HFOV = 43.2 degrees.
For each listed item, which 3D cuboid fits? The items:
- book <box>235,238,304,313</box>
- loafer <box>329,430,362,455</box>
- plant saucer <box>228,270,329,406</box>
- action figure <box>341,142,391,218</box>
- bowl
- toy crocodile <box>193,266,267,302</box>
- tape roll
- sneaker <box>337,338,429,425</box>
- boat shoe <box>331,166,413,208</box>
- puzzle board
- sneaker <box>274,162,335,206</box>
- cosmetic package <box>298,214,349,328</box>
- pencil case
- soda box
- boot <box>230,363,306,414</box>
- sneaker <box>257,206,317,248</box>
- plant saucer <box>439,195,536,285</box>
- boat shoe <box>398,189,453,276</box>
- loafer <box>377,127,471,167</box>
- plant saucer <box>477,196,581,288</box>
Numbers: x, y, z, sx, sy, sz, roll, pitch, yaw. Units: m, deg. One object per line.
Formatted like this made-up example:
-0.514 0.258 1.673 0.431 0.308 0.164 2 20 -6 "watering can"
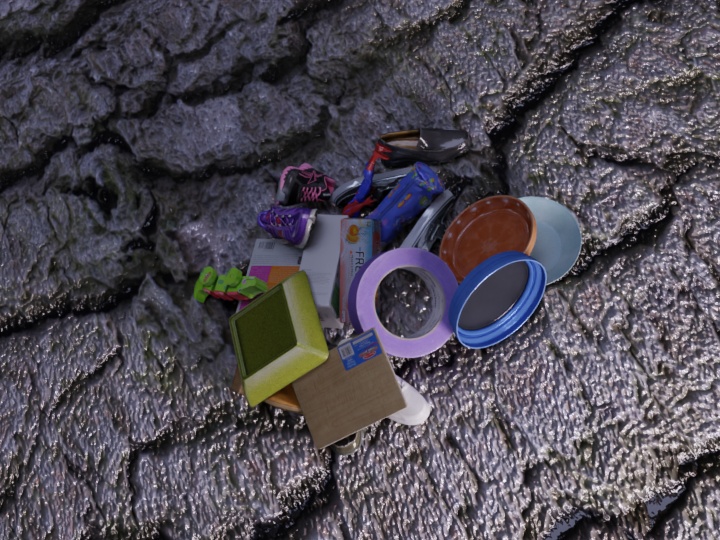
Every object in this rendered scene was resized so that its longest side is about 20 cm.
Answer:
-0.175 0.029 1.848 0.132 0.048 0.202 3 62 21 "book"
-0.052 0.245 1.680 0.075 0.070 0.201 -22 59 3 "loafer"
-0.168 0.120 1.695 0.199 0.048 0.201 -34 54 22 "plant saucer"
0.006 -0.154 1.820 0.051 0.201 0.066 25 30 -10 "action figure"
0.243 0.050 1.630 0.200 0.201 0.039 -36 51 -6 "bowl"
-0.265 0.034 1.828 0.199 0.067 0.062 1 68 39 "toy crocodile"
0.080 0.060 1.679 0.198 0.085 0.202 1 87 -11 "tape roll"
0.035 0.201 1.656 0.199 0.116 0.074 32 72 26 "sneaker"
0.038 -0.161 1.879 0.198 0.069 0.057 -16 59 4 "boat shoe"
-0.024 0.212 1.622 0.199 0.017 0.152 -29 74 23 "puzzle board"
-0.109 -0.169 1.874 0.095 0.200 0.080 24 114 11 "sneaker"
-0.067 0.001 1.797 0.084 0.108 0.202 4 65 18 "cosmetic package"
0.075 -0.122 1.798 0.200 0.087 0.078 -45 75 20 "pencil case"
0.000 0.000 1.752 0.068 0.064 0.202 2 93 17 "soda box"
-0.153 0.186 1.734 0.200 0.071 0.145 14 77 31 "boot"
-0.150 -0.092 1.796 0.199 0.083 0.081 -3 67 61 "sneaker"
0.243 -0.052 1.721 0.199 0.032 0.202 -23 46 26 "plant saucer"
0.138 -0.070 1.809 0.071 0.072 0.201 34 73 5 "boat shoe"
0.133 -0.267 1.906 0.198 0.072 0.073 -11 59 9 "loafer"
0.326 -0.048 1.754 0.199 0.039 0.203 -6 61 11 "plant saucer"
